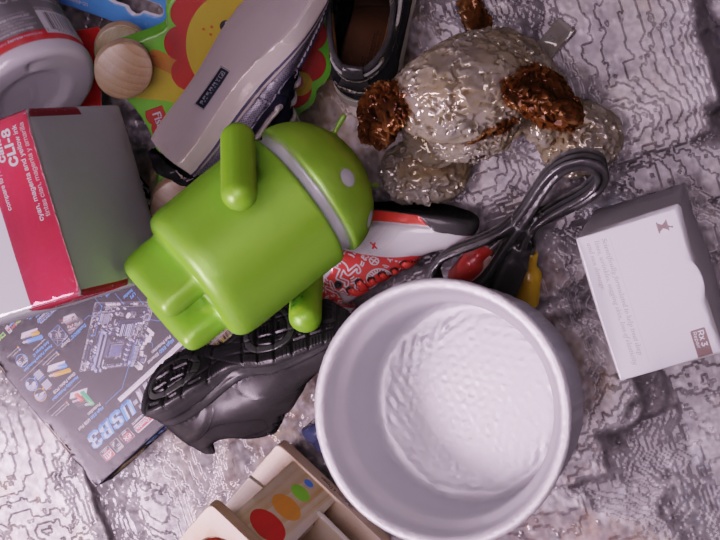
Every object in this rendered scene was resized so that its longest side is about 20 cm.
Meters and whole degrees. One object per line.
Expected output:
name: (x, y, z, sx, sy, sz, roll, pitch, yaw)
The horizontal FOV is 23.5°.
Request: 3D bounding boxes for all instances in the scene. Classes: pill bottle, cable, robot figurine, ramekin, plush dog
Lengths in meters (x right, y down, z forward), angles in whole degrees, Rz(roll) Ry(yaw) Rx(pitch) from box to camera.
pill bottle: (-0.309, -0.213, 1.414, 0.114, 0.114, 0.200, -39, 65, 14)
cable: (0.119, -0.033, 1.345, 0.097, 0.050, 0.200, 18, 130, -7)
robot figurine: (-0.076, -0.032, 1.300, 0.200, 0.176, 0.116, -38, 46, -11)
ramekin: (0.074, 0.104, 1.319, 0.200, 0.098, 0.201, 1, 92, 20)
plush dog: (0.089, -0.135, 1.321, 0.200, 0.172, 0.161, -9, 94, 15)

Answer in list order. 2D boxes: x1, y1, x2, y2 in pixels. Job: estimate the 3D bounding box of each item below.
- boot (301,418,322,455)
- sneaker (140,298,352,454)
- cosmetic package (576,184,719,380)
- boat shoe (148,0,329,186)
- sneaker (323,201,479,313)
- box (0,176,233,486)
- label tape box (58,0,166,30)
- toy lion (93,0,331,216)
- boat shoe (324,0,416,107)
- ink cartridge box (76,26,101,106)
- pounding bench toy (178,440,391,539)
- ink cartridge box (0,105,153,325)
boot: (0.047, 0.106, 1.410, 0.200, 0.073, 0.090, -41, 93, 15)
sneaker: (-0.078, 0.086, 1.400, 0.200, 0.076, 0.091, -24, 124, 26)
cosmetic package: (0.220, 0.004, 1.292, 0.081, 0.200, 0.113, -17, 92, 14)
boat shoe: (-0.075, -0.140, 1.360, 0.200, 0.093, 0.075, -50, 45, 5)
sneaker: (0.000, 0.000, 1.415, 0.201, 0.067, 0.108, 2, 99, 16)
box: (-0.212, 0.046, 1.478, 0.200, 0.050, 0.199, -42, 86, 13)
label tape box: (-0.160, -0.297, 1.412, 0.143, 0.066, 0.200, 19, 122, 10)
toy lion: (-0.107, -0.152, 1.404, 0.191, 0.069, 0.200, -19, 115, 1)
boat shoe: (0.008, -0.232, 1.362, 0.072, 0.068, 0.200, 0, 73, 16)
ink cartridge box: (-0.292, -0.101, 1.452, 0.161, 0.050, 0.200, -4, 86, 22)
pounding bench toy: (-0.055, 0.271, 1.399, 0.200, 0.156, 0.124, 43, 117, 5)
ink cartridge box: (-0.283, -0.031, 1.336, 0.200, 0.145, 0.145, -17, 91, 21)
